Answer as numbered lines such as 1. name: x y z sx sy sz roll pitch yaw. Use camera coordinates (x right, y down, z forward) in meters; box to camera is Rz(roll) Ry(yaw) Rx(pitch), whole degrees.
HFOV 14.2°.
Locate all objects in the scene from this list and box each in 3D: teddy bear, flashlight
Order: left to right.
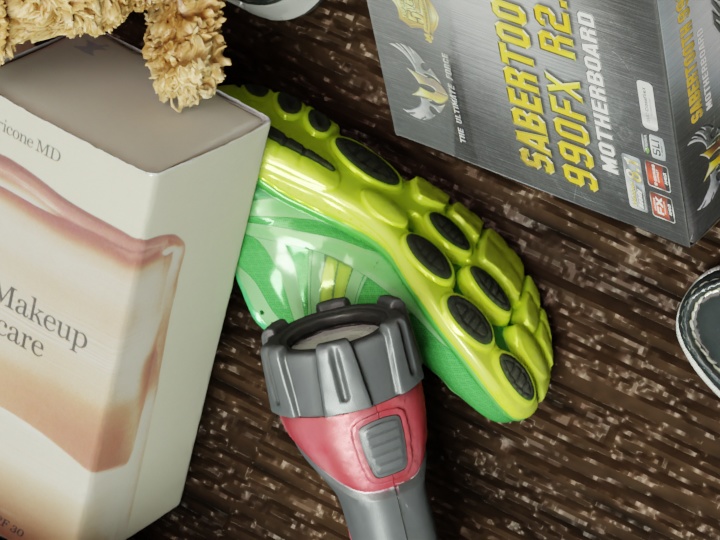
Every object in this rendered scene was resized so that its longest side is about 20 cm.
1. teddy bear: -0.091 -0.140 1.163 0.067 0.199 0.146 -10 76 63
2. flashlight: 0.010 0.114 1.207 0.068 0.068 0.201 -3 110 27

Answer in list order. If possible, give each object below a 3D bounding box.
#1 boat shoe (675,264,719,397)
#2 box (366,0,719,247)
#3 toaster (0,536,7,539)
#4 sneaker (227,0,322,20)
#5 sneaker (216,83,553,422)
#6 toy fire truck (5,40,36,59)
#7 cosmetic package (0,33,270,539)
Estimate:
1. boat shoe: 0.212 0.054 1.164 0.199 0.060 0.076 26 96 19
2. box: 0.070 -0.120 1.138 0.158 0.201 0.048 23 51 35
3. toaster: -0.169 0.175 1.238 0.180 0.200 0.119 27 93 27
4. sneaker: -0.105 -0.179 1.277 0.200 0.090 0.067 33 97 19
5. sneaker: 0.000 0.000 1.250 0.200 0.074 0.084 39 126 14
6. toy fire truck: -0.167 -0.115 1.268 0.200 0.049 0.142 -16 82 50
7. cosmetic package: -0.119 0.013 1.233 0.103 0.087 0.201 27 121 23
